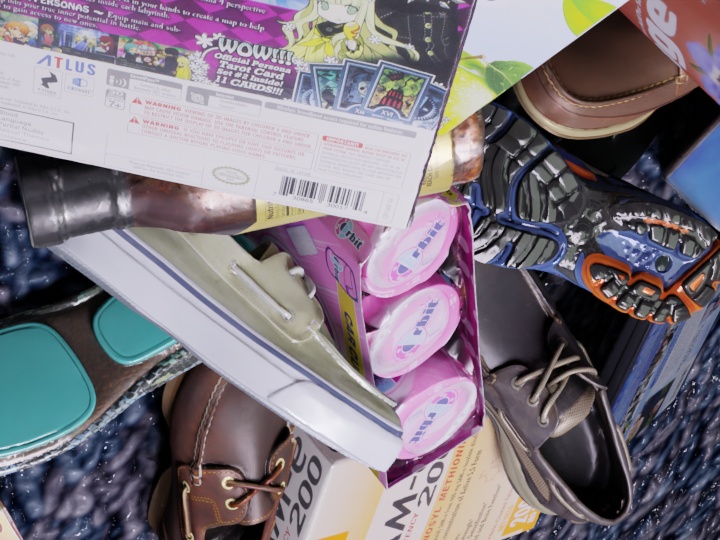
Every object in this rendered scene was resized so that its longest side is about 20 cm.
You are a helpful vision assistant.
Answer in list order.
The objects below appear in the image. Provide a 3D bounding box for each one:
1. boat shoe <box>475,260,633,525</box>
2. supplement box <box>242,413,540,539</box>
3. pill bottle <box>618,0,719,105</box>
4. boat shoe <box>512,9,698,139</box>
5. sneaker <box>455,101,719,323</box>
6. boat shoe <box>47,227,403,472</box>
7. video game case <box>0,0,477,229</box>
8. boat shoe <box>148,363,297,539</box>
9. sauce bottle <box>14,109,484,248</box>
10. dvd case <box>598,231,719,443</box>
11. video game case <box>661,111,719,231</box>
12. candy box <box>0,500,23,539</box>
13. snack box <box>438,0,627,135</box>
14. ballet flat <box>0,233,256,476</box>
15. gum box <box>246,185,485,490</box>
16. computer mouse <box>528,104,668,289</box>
[{"bbox_3d":[0.099,0.058,1.220,0.074,0.073,0.201,-44,126,-18],"label":"boat shoe"},{"bbox_3d":[0.026,0.108,1.300,0.199,0.074,0.127,-14,138,-36],"label":"supplement box"},{"bbox_3d":[0.165,-0.149,1.025,0.112,0.200,0.113,-27,145,-21],"label":"pill bottle"},{"bbox_3d":[0.158,-0.125,1.152,0.199,0.072,0.068,-23,169,-36],"label":"boat shoe"},{"bbox_3d":[0.088,-0.033,1.159,0.199,0.078,0.076,29,95,-21],"label":"sneaker"},{"bbox_3d":[-0.052,0.016,1.027,0.200,0.072,0.062,37,84,-16],"label":"boat shoe"},{"bbox_3d":[-0.060,-0.098,0.864,0.198,0.036,0.182,11,144,-3],"label":"video game case"},{"bbox_3d":[-0.064,0.103,1.186,0.070,0.071,0.201,-17,145,-22],"label":"boat shoe"},{"bbox_3d":[-0.048,-0.050,0.979,0.198,0.066,0.066,-10,141,-7],"label":"sauce bottle"},{"bbox_3d":[0.179,0.048,1.372,0.200,0.017,0.143,-30,147,-58],"label":"dvd case"},{"bbox_3d":[0.247,-0.108,1.233,0.200,0.045,0.181,-46,178,7],"label":"video game case"},{"bbox_3d":[-0.251,0.183,1.110,0.199,0.055,0.116,-35,146,-12],"label":"candy box"},{"bbox_3d":[0.001,-0.146,0.866,0.199,0.053,0.142,28,137,-27],"label":"snack box"},{"bbox_3d":[-0.132,0.047,1.073,0.199,0.074,0.075,-26,145,-18],"label":"ballet flat"},{"bbox_3d":[0.000,0.000,1.107,0.066,0.114,0.201,-30,146,-17],"label":"gum box"},{"bbox_3d":[0.123,-0.042,1.251,0.200,0.046,0.140,-50,146,12],"label":"computer mouse"}]
